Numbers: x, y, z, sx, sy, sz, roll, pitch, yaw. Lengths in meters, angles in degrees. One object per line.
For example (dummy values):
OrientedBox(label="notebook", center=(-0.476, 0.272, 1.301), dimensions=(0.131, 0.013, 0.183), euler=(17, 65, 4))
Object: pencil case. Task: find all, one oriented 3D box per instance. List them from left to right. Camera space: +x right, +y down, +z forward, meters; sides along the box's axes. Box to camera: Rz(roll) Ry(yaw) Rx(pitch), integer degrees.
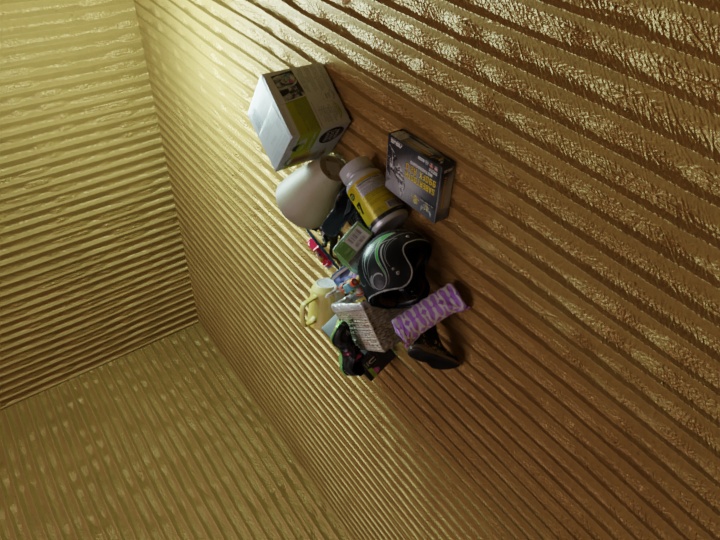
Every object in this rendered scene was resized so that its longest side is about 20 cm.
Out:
OrientedBox(label="pencil case", center=(0.174, 0.114, 1.514), dimensions=(0.086, 0.200, 0.084), euler=(57, -175, 9))

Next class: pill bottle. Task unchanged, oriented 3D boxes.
OrientedBox(label="pill bottle", center=(0.032, -0.203, 1.599), dimensions=(0.201, 0.114, 0.114), euler=(59, 151, 14))

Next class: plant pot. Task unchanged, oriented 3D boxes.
OrientedBox(label="plant pot", center=(-0.133, -0.258, 1.804), dimensions=(0.200, 0.187, 0.188), euler=(-40, 76, 46))

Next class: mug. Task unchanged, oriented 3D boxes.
OrientedBox(label="mug", center=(-0.119, 0.119, 2.068), dimensions=(0.148, 0.187, 0.154), euler=(5, 115, 9))

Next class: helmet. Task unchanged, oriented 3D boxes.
OrientedBox(label="helmet", center=(0.091, -0.011, 1.551), dimensions=(0.200, 0.199, 0.192), euler=(129, 143, -59))

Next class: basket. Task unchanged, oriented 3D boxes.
OrientedBox(label="basket", center=(0.057, 0.126, 1.726), dimensions=(0.200, 0.198, 0.162), euler=(-8, 107, 61))

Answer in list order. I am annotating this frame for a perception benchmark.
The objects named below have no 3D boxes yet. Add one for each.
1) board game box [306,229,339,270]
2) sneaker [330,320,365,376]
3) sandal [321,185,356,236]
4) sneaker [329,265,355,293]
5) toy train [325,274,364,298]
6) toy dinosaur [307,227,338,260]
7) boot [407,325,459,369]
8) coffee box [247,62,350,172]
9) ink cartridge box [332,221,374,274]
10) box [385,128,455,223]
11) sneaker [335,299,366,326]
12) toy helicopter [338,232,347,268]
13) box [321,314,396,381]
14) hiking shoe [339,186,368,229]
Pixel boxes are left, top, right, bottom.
OrientedBox(label="board game box", center=(-0.137, -0.056, 1.976), dimensions=(0.200, 0.039, 0.158), euler=(51, -178, -8))
OrientedBox(label="sneaker", center=(-0.028, 0.225, 1.701), dimensions=(0.083, 0.077, 0.201), euler=(12, 134, 34))
OrientedBox(label="sandal", center=(-0.045, -0.187, 1.685), dimensions=(0.076, 0.043, 0.201), euler=(34, 95, 36))
OrientedBox(label="sneaker", center=(0.000, 0.000, 1.805), dimensions=(0.200, 0.074, 0.082), euler=(-33, 90, 31))
OrientedBox(label="toy train", center=(-0.021, 0.049, 1.686), dimensions=(0.056, 0.150, 0.200), euler=(58, -163, -2))
OrientedBox(label="toy dinosaur", center=(-0.111, -0.132, 1.943), dimensions=(0.200, 0.102, 0.077), euler=(51, 126, 7))
OrientedBox(label="boot", center=(0.200, 0.184, 1.624), dimensions=(0.073, 0.199, 0.151), euler=(-27, 51, 39))
OrientedBox(label="coffee box", center=(-0.178, -0.437, 1.688), dimensions=(0.201, 0.197, 0.200), euler=(63, 152, 7))
OrientedBox(label="ink cartridge box", center=(-0.008, -0.053, 1.649), dimensions=(0.059, 0.104, 0.200), euler=(39, 174, 14))
OrientedBox(label="box", center=(0.141, -0.234, 1.454), dimensions=(0.200, 0.048, 0.159), euler=(43, 144, 37))
OrientedBox(label="sneaker", center=(-0.001, 0.132, 1.843), dimensions=(0.078, 0.200, 0.091), euler=(37, 130, 23))
OrientedBox(label="toy helicopter", center=(-0.031, -0.031, 1.912), dimensions=(0.132, 0.078, 0.201), euler=(-146, 51, -58))
OrientedBox(label="box", center=(-0.005, 0.236, 1.944), dimensions=(0.200, 0.124, 0.149), euler=(40, 172, 38))
OrientedBox(label="hiking shoe", center=(0.005, -0.158, 1.743), dimensions=(0.200, 0.075, 0.101), euler=(59, 162, 31))
